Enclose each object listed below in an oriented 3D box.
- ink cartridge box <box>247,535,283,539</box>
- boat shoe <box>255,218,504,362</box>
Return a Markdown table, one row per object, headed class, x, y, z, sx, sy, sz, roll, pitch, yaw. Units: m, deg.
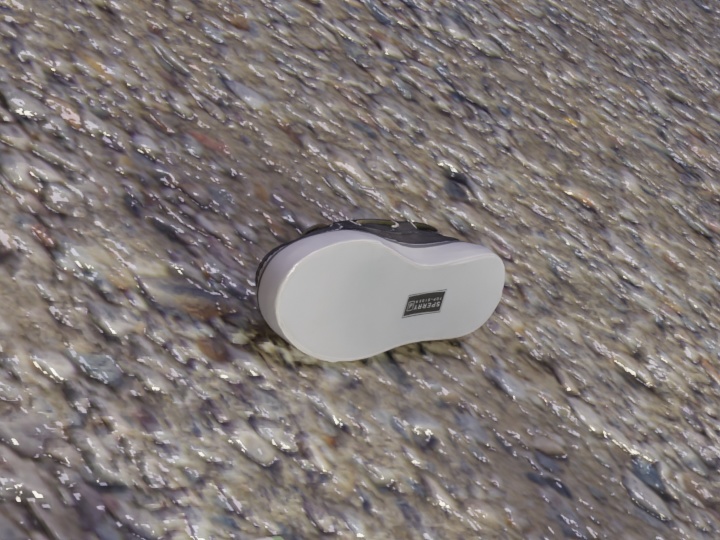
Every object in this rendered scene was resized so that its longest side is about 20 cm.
| class | x | y | z | sx | sy | sz | roll | pitch | yaw |
| --- | --- | --- | --- | --- | --- | --- | --- | --- | --- |
| ink cartridge box | -0.057 | 0.172 | 0.884 | 0.146 | 0.048 | 0.199 | 48 | 27 | 26 |
| boat shoe | 0.000 | 0.000 | 1.261 | 0.066 | 0.070 | 0.199 | 29 | 21 | 32 |
